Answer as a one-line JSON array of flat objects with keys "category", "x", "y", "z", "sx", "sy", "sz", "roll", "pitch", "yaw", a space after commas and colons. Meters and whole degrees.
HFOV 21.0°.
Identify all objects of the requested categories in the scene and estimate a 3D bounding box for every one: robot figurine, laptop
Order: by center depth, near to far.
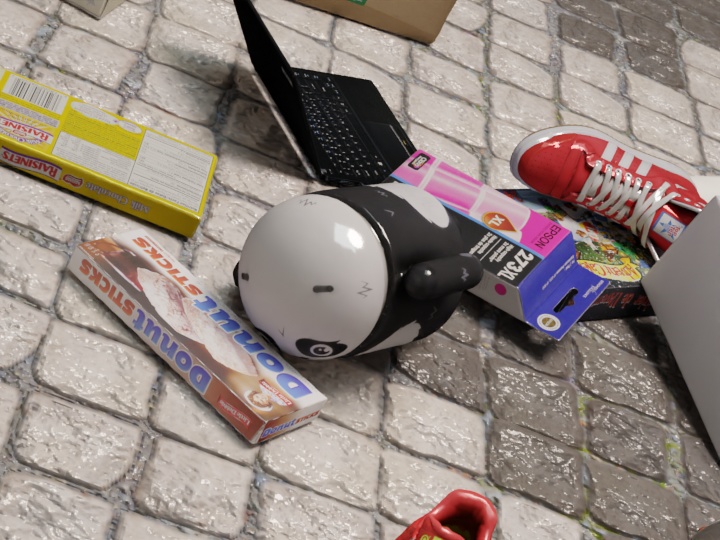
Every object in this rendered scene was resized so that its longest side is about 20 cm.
[{"category": "robot figurine", "x": -0.001, "y": 0.002, "z": 1.431, "sx": 0.200, "sy": 0.150, "sz": 0.125, "roll": -10, "pitch": 60, "yaw": -55}, {"category": "laptop", "x": -0.023, "y": -0.165, "z": 1.694, "sx": 0.200, "sy": 0.103, "sz": 0.177, "roll": 6, "pitch": 37, "yaw": -32}]

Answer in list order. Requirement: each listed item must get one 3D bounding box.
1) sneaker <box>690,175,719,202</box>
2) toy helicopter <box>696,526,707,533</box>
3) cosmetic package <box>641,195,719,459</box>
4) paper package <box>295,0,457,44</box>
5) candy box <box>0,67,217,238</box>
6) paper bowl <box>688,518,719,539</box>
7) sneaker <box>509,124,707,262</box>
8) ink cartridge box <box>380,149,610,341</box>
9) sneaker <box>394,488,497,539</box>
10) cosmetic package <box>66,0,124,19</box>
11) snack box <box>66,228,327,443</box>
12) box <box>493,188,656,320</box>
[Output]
[{"category": "sneaker", "x": 0.389, "y": -0.073, "z": 1.916, "sx": 0.200, "sy": 0.073, "sz": 0.072, "roll": 5, "pitch": 38, "yaw": -31}, {"category": "toy helicopter", "x": 0.292, "y": 0.232, "z": 1.330, "sx": 0.079, "sy": 0.132, "sz": 0.200, "roll": -7, "pitch": 55, "yaw": -2}, {"category": "cosmetic package", "x": 0.372, "y": 0.058, "z": 1.618, "sx": 0.200, "sy": 0.123, "sz": 0.200, "roll": 5, "pitch": 48, "yaw": -30}, {"category": "paper package", "x": -0.002, "y": -0.337, "z": 1.976, "sx": 0.200, "sy": 0.104, "sz": 0.191, "roll": 17, "pitch": 31, "yaw": -19}, {"category": "candy box", "x": -0.212, "y": -0.094, "z": 1.511, "sx": 0.200, "sy": 0.026, "sz": 0.102, "roll": 22, "pitch": 33, "yaw": -8}, {"category": "paper bowl", "x": 0.266, "y": 0.244, "z": 1.199, "sx": 0.104, "sy": 0.201, "sz": 0.201, "roll": -14, "pitch": 49, "yaw": -37}, {"category": "sneaker", "x": 0.230, "y": -0.061, "z": 1.691, "sx": 0.200, "sy": 0.071, "sz": 0.113, "roll": 12, "pitch": 30, "yaw": -28}, {"category": "ink cartridge box", "x": 0.103, "y": -0.023, "z": 1.604, "sx": 0.200, "sy": 0.037, "sz": 0.095, "roll": 31, "pitch": 45, "yaw": 17}, {"category": "sneaker", "x": 0.030, "y": 0.194, "z": 1.204, "sx": 0.077, "sy": 0.085, "sz": 0.200, "roll": 31, "pitch": 30, "yaw": 8}, {"category": "cosmetic package", "x": -0.230, "y": -0.311, "z": 1.783, "sx": 0.105, "sy": 0.071, "sz": 0.200, "roll": 29, "pitch": 30, "yaw": 2}, {"category": "snack box", "x": -0.117, "y": 0.044, "z": 1.376, "sx": 0.200, "sy": 0.024, "sz": 0.072, "roll": 41, "pitch": 31, "yaw": 22}, {"category": "box", "x": 0.206, "y": -0.017, "z": 1.715, "sx": 0.200, "sy": 0.038, "sz": 0.137, "roll": -3, "pitch": 42, "yaw": -41}]
